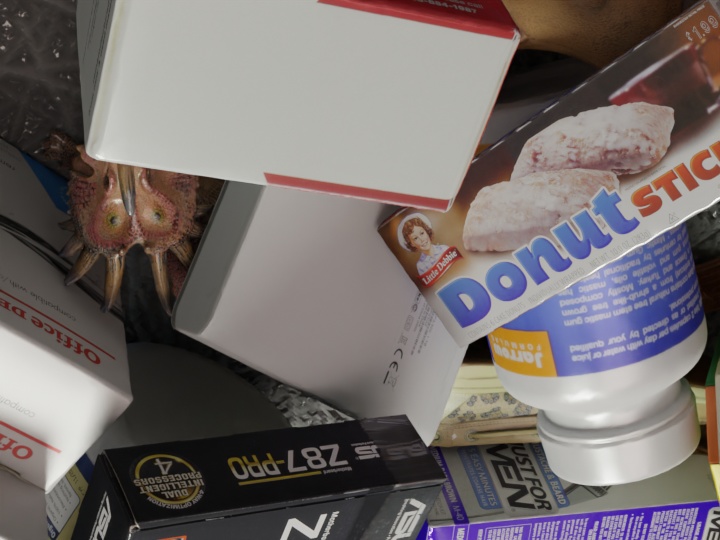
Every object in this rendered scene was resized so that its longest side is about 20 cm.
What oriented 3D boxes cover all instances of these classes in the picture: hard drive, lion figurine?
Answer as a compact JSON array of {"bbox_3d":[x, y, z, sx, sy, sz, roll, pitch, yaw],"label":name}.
[{"bbox_3d":[0.000,0.000,0.686,0.200,0.026,0.133,33,75,-51],"label":"hard drive"},{"bbox_3d":[0.096,-0.120,0.629,0.072,0.199,0.123,43,72,-38],"label":"lion figurine"}]

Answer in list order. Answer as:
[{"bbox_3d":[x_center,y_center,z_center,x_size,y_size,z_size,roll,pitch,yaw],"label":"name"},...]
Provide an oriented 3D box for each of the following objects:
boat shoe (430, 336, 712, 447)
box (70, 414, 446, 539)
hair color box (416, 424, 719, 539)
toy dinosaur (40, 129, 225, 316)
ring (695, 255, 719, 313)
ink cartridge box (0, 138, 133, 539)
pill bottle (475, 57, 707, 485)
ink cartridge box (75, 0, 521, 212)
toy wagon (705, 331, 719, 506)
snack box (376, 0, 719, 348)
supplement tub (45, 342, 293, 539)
[{"bbox_3d":[0.124,0.073,0.815,0.198,0.073,0.063,5,108,-6],"label":"boat shoe"},{"bbox_3d":[-0.067,0.159,0.662,0.160,0.049,0.201,-3,132,-35],"label":"box"},{"bbox_3d":[0.119,0.128,0.832,0.198,0.110,0.065,-2,123,-14],"label":"hair color box"},{"bbox_3d":[-0.078,-0.015,0.667,0.086,0.136,0.200,-39,125,13],"label":"toy dinosaur"},{"bbox_3d":[0.189,-0.051,0.784,0.199,0.019,0.202,-7,126,-10],"label":"ring"},{"bbox_3d":[-0.168,0.018,0.625,0.116,0.200,0.068,34,111,-31],"label":"ink cartridge box"},{"bbox_3d":[0.112,0.001,0.707,0.111,0.112,0.201,-16,106,-3],"label":"pill bottle"},{"bbox_3d":[-0.038,-0.121,0.566,0.143,0.201,0.084,8,125,-19],"label":"ink cartridge box"},{"bbox_3d":[0.214,0.084,0.737,0.039,0.155,0.201,-9,112,26],"label":"toy wagon"},{"bbox_3d":[0.096,-0.038,0.610,0.200,0.024,0.072,-34,94,40],"label":"snack box"},{"bbox_3d":[-0.131,0.155,0.764,0.144,0.145,0.200,24,115,-27],"label":"supplement tub"}]
